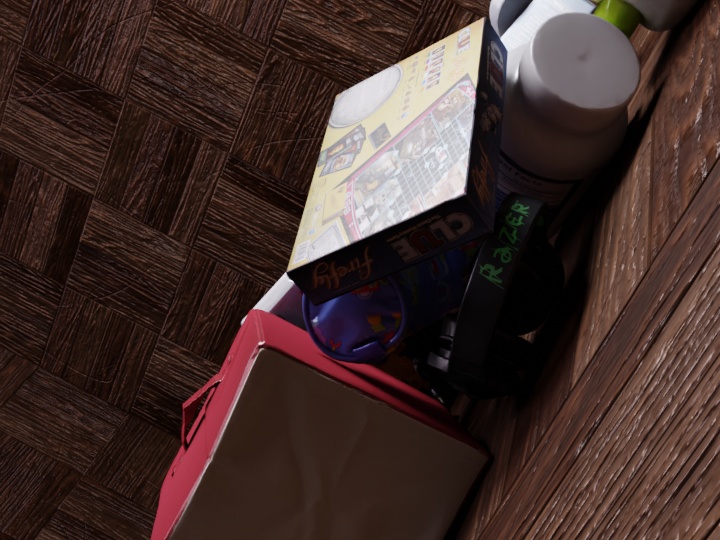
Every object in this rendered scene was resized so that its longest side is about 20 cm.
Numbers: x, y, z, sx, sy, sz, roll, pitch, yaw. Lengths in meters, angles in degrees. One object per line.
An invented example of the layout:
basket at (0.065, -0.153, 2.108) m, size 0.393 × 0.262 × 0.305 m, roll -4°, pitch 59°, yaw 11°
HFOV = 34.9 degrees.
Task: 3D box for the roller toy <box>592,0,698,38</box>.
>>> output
roller toy at (0.209, -0.285, 0.836) m, size 0.201 × 0.139 × 0.183 m, roll -62°, pitch -1°, yaw -30°

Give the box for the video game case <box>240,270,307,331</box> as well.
video game case at (0.000, 0.000, 0.960) m, size 0.200 × 0.018 × 0.143 m, roll -48°, pitch -32°, yaw -4°

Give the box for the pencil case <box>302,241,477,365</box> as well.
pencil case at (0.030, 0.012, 0.855) m, size 0.077 × 0.088 × 0.200 m, roll -25°, pitch 0°, yaw 25°

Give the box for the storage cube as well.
storage cube at (-0.037, 0.148, 0.812) m, size 0.172 × 0.198 × 0.180 m, roll -63°, pitch 9°, yaw 1°

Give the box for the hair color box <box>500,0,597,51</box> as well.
hair color box at (0.141, -0.149, 1.025) m, size 0.200 × 0.061 × 0.099 m, roll -49°, pitch -35°, yaw 8°

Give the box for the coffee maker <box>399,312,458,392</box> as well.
coffee maker at (0.060, 0.074, 1.120) m, size 0.200 × 0.133 × 0.194 m, roll 113°, pitch 145°, yaw -61°

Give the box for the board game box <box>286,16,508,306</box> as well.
board game box at (0.030, -0.077, 0.767) m, size 0.134 × 0.035 × 0.201 m, roll -23°, pitch 34°, yaw 29°

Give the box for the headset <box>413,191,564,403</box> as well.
headset at (0.078, 0.030, 0.765) m, size 0.201 × 0.093 × 0.124 m, roll 85°, pitch -152°, yaw -55°

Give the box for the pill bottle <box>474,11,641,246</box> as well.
pill bottle at (0.136, -0.102, 0.872) m, size 0.112 × 0.110 × 0.200 m, roll -63°, pitch -1°, yaw -27°

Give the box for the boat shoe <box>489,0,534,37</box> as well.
boat shoe at (0.172, -0.232, 1.080) m, size 0.198 × 0.068 × 0.074 m, roll 8°, pitch -58°, yaw -49°

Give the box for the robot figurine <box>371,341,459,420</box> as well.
robot figurine at (0.001, 0.149, 0.957) m, size 0.058 × 0.143 × 0.202 m, roll 140°, pitch 149°, yaw -70°
